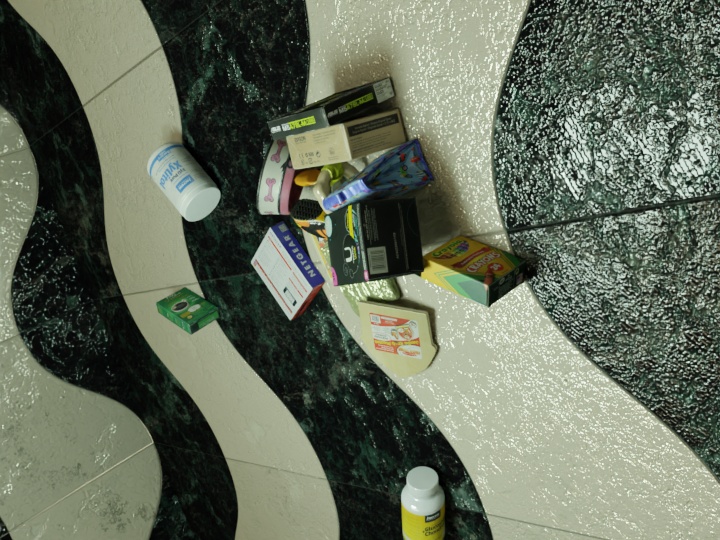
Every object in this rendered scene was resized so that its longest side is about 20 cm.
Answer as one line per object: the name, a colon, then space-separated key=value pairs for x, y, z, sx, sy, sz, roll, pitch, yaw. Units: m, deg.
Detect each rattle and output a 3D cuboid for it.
rattle: x=-0.041 y=-0.142 z=1.719 sx=0.141 sy=0.132 sz=0.199 roll=-24 pitch=132 yaw=40

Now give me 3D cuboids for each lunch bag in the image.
lunch bag: x=0.023 y=-0.172 z=1.577 sx=0.149 sy=0.198 sz=0.096 roll=-18 pitch=99 yaw=52

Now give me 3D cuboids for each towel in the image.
towel: x=0.000 y=0.000 z=1.821 sx=0.147 sy=0.036 sz=0.203 roll=-29 pitch=91 yaw=38

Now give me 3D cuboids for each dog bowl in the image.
dog bowl: x=-0.174 y=-0.220 z=1.804 sx=0.072 sy=0.202 sz=0.203 roll=15 pitch=131 yaw=4

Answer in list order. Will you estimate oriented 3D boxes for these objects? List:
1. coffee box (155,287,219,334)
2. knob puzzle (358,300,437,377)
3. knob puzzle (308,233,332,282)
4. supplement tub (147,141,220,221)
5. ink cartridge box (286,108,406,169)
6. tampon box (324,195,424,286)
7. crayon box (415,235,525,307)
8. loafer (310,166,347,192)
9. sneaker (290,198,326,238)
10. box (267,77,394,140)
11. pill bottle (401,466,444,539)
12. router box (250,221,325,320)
coffee box: x=-0.560 y=0.129 z=2.528 sx=0.198 sy=0.122 sz=0.045 roll=23 pitch=132 yaw=38
knob puzzle: x=0.091 y=0.162 z=1.816 sx=0.215 sy=0.031 sz=0.224 roll=17 pitch=129 yaw=21
knob puzzle: x=-0.059 y=-0.068 z=1.881 sx=0.217 sy=0.030 sz=0.224 roll=28 pitch=131 yaw=38
supplement tub: x=-0.503 y=-0.255 z=2.217 sx=0.200 sy=0.131 sz=0.133 roll=47 pitch=141 yaw=19
ink cartridge box: x=-0.031 y=-0.271 z=1.611 sx=0.198 sy=0.163 sz=0.077 roll=-1 pitch=109 yaw=49
tampon box: x=0.023 y=-0.055 z=1.562 sx=0.199 sy=0.123 sz=0.154 roll=168 pitch=94 yaw=-67
crayon box: x=0.206 y=-0.007 z=1.520 sx=0.198 sy=0.126 sz=0.052 roll=23 pitch=129 yaw=39
loafer: x=-0.078 y=-0.249 z=1.759 sx=0.074 sy=0.069 sz=0.204 roll=-9 pitch=105 yaw=51
sneaker: x=-0.062 y=-0.106 z=1.787 sx=0.196 sy=0.071 sz=0.090 roll=16 pitch=159 yaw=22
box: x=-0.059 y=-0.328 z=1.583 sx=0.191 sy=0.198 sz=0.049 roll=3 pitch=117 yaw=49
pill bottle: x=0.158 y=0.598 z=1.960 sx=0.111 sy=0.111 sz=0.204 roll=23 pitch=129 yaw=40
router box: x=-0.195 y=0.004 z=2.072 sx=0.202 sy=0.048 sz=0.180 roll=54 pitch=142 yaw=11
